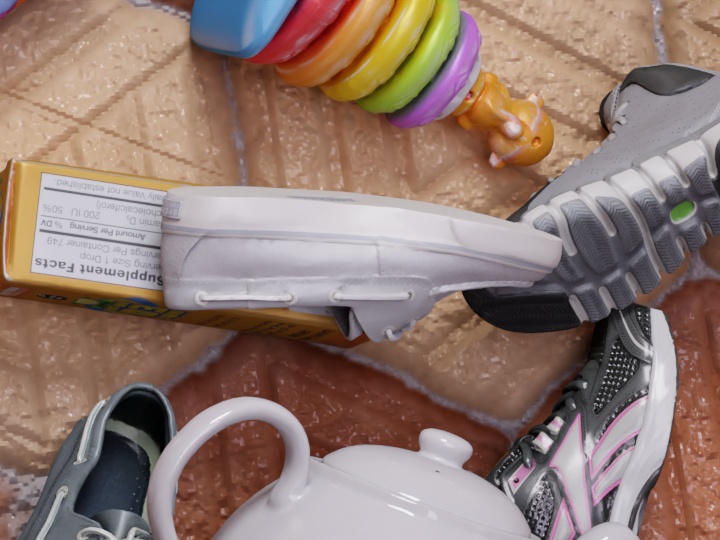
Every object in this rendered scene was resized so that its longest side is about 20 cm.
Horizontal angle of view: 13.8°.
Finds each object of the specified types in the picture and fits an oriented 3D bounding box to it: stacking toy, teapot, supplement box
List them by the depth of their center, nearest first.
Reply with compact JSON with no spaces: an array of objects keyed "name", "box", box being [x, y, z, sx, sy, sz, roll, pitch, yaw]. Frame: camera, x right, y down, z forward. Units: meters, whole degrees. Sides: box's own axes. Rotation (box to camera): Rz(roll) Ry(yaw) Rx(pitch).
[{"name":"teapot","box":[0.013,0.144,1.406,0.197,0.200,0.146,19,90,16]},{"name":"supplement box","box":[-0.086,-0.008,1.478,0.200,0.067,0.069,10,79,-17]},{"name":"stacking toy","box":[0.022,-0.116,1.526,0.200,0.110,0.116,33,87,-22]}]

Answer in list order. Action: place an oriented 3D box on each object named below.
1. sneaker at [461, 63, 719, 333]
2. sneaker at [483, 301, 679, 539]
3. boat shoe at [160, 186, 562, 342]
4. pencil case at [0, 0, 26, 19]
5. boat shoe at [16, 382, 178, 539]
[{"name":"sneaker","box":[0.131,-0.045,1.552,0.200,0.116,0.075,-26,124,-5]},{"name":"sneaker","box":[0.107,0.103,1.522,0.086,0.080,0.200,14,70,-6]},{"name":"boat shoe","box":[0.000,0.000,1.439,0.200,0.072,0.069,4,98,-22]},{"name":"pencil case","box":[-0.217,-0.142,1.449,0.200,0.088,0.088,-35,93,-22]},{"name":"boat shoe","box":[-0.126,0.129,1.389,0.073,0.062,0.200,25,37,-9]}]
